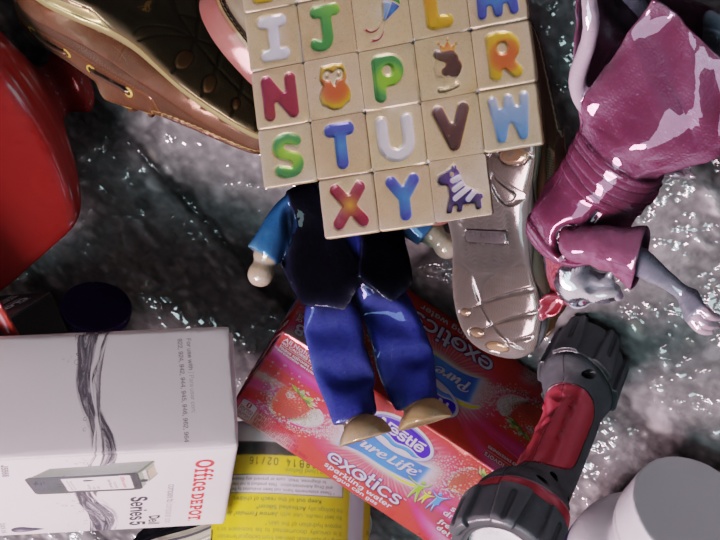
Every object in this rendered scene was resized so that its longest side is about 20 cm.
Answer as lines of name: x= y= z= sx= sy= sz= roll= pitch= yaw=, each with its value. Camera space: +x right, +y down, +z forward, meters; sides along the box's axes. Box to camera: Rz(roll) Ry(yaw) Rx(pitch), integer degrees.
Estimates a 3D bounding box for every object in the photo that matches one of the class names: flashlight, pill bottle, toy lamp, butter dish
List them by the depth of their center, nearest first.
flashlight: x=0.111 y=0.104 z=1.035 sx=0.068 sy=0.200 sz=0.068 roll=33 pitch=134 yaw=-3
butter dish: x=-0.237 y=-0.090 z=1.095 sx=0.200 sy=0.147 sz=0.200 roll=37 pitch=156 yaw=58
pill bottle: x=0.180 y=0.218 z=1.150 sx=0.119 sy=0.120 sz=0.200 roll=28 pitch=133 yaw=2
pill bottle: x=-0.050 y=0.207 z=1.186 sx=0.111 sy=0.201 sz=0.111 roll=2 pitch=169 yaw=0
toy lamp: x=-0.198 y=0.101 z=1.279 sx=0.058 sy=0.058 sz=0.201 roll=19 pitch=133 yaw=11

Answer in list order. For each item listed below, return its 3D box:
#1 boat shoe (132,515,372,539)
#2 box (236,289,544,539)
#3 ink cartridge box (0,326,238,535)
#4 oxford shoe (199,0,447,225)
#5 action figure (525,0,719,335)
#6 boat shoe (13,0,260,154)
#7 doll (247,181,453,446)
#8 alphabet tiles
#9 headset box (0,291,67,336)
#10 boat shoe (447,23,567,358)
boat shoe: x=-0.086 y=0.196 z=1.301 sx=0.199 sy=0.062 sz=0.075 roll=-16 pitch=122 yaw=17
box: x=0.030 y=0.090 z=1.132 sx=0.200 sy=0.100 sz=0.096 roll=34 pitch=133 yaw=-2
ink cartridge box: x=-0.180 y=0.104 z=1.090 sx=0.199 sy=0.084 sz=0.146 roll=-2 pitch=154 yaw=-9
oxford shoe: x=-0.003 y=-0.109 z=1.010 sx=0.200 sy=0.071 sz=0.075 roll=42 pitch=127 yaw=-12
action figure: x=0.135 y=-0.056 z=0.922 sx=0.148 sy=0.134 sz=0.201 roll=20 pitch=115 yaw=-18
boat shoe: x=-0.126 y=-0.131 z=1.053 sx=0.200 sy=0.072 sz=0.068 roll=33 pitch=139 yaw=6
doll: x=0.000 y=0.000 z=1.056 sx=0.048 sy=0.136 sz=0.201 roll=141 pitch=114 yaw=-72
alphabet tiles: x=0.014 y=-0.123 z=0.947 sx=0.166 sy=0.006 sz=0.201 roll=-7 pitch=88 yaw=23
headset box: x=-0.265 y=0.099 z=1.244 sx=0.199 sy=0.077 sz=0.150 roll=-2 pitch=114 yaw=48
boat shoe: x=0.089 y=-0.052 z=1.011 sx=0.075 sy=0.072 sz=0.201 roll=11 pitch=112 yaw=34
